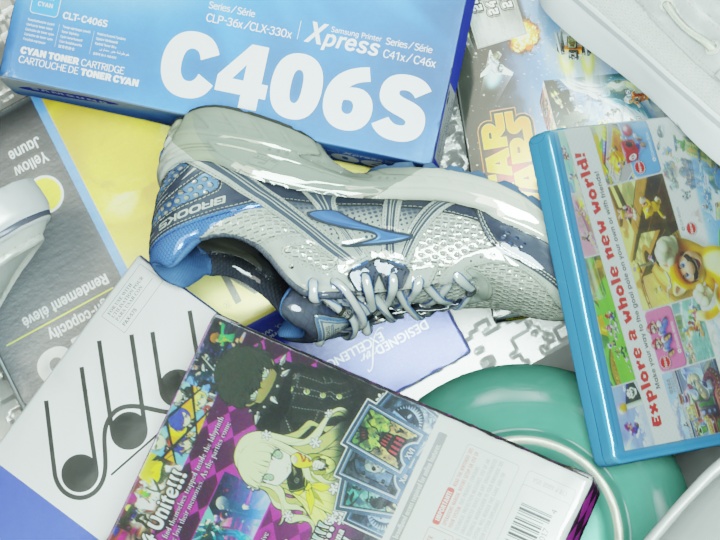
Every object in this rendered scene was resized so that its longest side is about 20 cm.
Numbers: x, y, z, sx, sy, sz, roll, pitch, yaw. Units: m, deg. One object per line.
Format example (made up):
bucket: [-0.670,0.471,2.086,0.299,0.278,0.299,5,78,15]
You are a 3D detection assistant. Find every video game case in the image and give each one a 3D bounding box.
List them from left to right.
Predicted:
video game case: [-0.022,0.143,1.152,0.181,0.036,0.201,22,81,17]
video game case: [0.171,0.001,1.221,0.199,0.018,0.144,-8,84,-33]

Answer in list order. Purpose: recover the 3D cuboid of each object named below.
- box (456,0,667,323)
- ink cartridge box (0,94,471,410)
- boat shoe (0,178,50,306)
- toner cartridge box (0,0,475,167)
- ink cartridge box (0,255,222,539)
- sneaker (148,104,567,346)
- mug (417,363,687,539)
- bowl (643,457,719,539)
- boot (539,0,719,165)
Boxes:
box: [0.112,-0.085,1.278,0.136,0.040,0.201,-8,84,2]
ink cartridge box: [-0.080,-0.006,1.283,0.197,0.047,0.201,-29,81,0]
boat shoe: [-0.194,0.040,1.244,0.200,0.072,0.066,-43,81,24]
toner cartridge box: [-0.054,-0.108,1.249,0.199,0.043,0.096,11,84,5]
ink cartridge box: [-0.116,0.103,1.222,0.094,0.044,0.200,35,84,12]
sneaker: [0.000,0.000,1.210,0.199,0.077,0.086,14,60,9]
mug: [0.080,0.130,1.223,0.152,0.114,0.185,-35,83,0]
bowl: [0.185,0.183,1.137,0.199,0.075,0.200,37,100,6]
boot: [0.167,-0.107,1.190,0.200,0.073,0.096,37,131,15]
